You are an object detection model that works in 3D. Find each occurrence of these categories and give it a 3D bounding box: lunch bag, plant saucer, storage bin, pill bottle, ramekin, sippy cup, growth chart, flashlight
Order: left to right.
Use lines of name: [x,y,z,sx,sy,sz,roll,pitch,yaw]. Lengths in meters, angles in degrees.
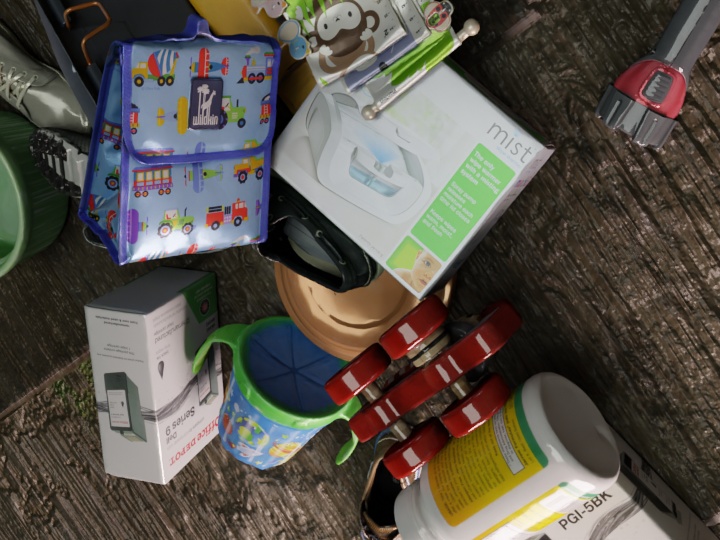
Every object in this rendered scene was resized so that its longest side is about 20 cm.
ramekin: [-0.445,-0.094,1.058,0.198,0.098,0.203,8,110,22]
storage bin: [-0.210,-0.200,0.854,0.201,0.133,0.146,54,162,28]
lunch bag: [-0.150,-0.122,0.767,0.094,0.149,0.202,40,129,39]
sippy cup: [-0.092,0.142,0.971,0.179,0.139,0.131,55,134,27]
growth chart: [-0.011,-0.230,0.764,0.145,0.018,0.201,-42,82,20]
plant saucer: [0.000,0.000,0.920,0.198,0.032,0.203,5,103,20]
pill bottle: [0.125,0.190,0.809,0.113,0.113,0.200,48,121,3]
flashlight: [0.270,-0.202,0.730,0.068,0.067,0.201,48,120,42]

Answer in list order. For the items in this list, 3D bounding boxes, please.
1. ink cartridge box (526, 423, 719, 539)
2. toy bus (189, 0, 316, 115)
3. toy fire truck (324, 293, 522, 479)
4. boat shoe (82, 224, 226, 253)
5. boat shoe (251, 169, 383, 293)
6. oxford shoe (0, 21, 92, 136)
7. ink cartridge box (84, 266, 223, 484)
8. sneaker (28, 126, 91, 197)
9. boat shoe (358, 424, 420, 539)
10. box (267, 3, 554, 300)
ink cartridge box: [0.237,0.259,0.882,0.200,0.083,0.147,45,119,4]
toy bus: [-0.099,-0.240,0.868,0.065,0.078,0.201,-36,91,29]
toy fire truck: [0.074,0.087,0.834,0.112,0.168,0.200,50,124,3]
boat shoe: [-0.217,-0.043,0.986,0.198,0.071,0.073,-5,110,23]
boat shoe: [-0.073,-0.036,0.877,0.198,0.066,0.075,34,135,16]
oxford shoe: [-0.389,-0.215,1.017,0.200,0.058,0.075,43,115,3]
ink cartridge box: [-0.225,0.114,1.003,0.083,0.146,0.202,6,110,20]
sneaker: [-0.279,-0.116,0.987,0.198,0.090,0.067,23,123,27]
boat shoe: [0.028,0.271,0.984,0.071,0.072,0.203,5,109,22]
box: [0.047,-0.108,0.820,0.200,0.097,0.177,42,108,9]
